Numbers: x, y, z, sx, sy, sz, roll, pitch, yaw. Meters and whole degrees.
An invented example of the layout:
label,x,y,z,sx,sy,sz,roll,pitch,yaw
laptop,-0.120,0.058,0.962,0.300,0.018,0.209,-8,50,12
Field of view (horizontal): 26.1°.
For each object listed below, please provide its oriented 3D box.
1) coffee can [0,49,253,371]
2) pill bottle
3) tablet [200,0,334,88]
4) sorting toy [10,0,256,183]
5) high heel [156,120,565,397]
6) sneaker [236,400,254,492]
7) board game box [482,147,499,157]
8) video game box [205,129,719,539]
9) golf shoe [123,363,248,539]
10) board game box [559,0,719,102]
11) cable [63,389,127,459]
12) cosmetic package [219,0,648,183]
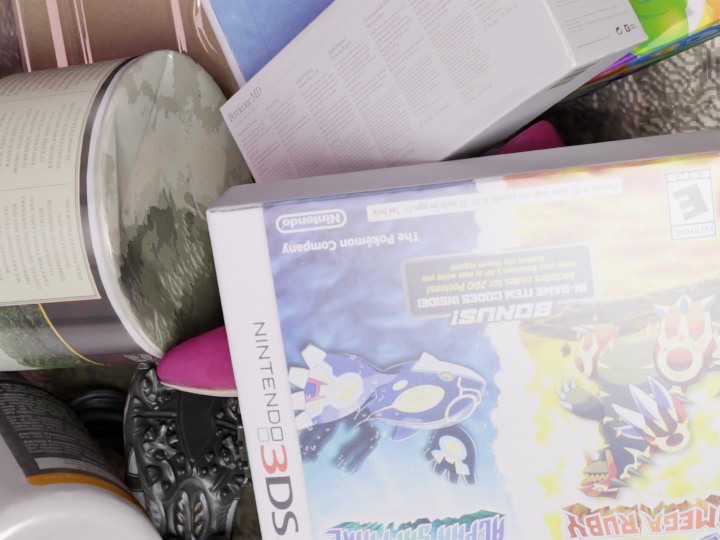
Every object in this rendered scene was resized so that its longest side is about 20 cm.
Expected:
label,x,y,z,sx,sy,sz,roll,pitch,yaw
coffee can,-0.171,-0.023,0.759,0.199,0.146,0.147,-4,99,23
pill bottle,-0.174,0.121,0.761,0.200,0.116,0.117,36,121,59
tablet,-0.025,-0.171,0.742,0.129,0.014,0.201,-25,85,5
sorting toy,-0.079,-0.089,0.809,0.199,0.036,0.187,-6,98,23
high heel,0.000,0.000,0.665,0.199,0.067,0.097,-10,87,23
sneaker,-0.009,0.096,0.786,0.085,0.078,0.201,-10,113,11
board game box,0.118,0.067,0.673,0.198,0.041,0.201,16,87,21
video game box,0.051,0.049,0.608,0.198,0.047,0.184,-6,106,12
golf shoe,-0.099,0.121,0.810,0.094,0.077,0.201,-42,42,50
board game box,0.145,-0.153,0.636,0.199,0.103,0.105,-22,90,29
cable,-0.146,0.167,0.884,0.162,0.051,0.201,13,106,24
cosmetic package,0.022,-0.080,0.639,0.200,0.050,0.083,-33,84,51
